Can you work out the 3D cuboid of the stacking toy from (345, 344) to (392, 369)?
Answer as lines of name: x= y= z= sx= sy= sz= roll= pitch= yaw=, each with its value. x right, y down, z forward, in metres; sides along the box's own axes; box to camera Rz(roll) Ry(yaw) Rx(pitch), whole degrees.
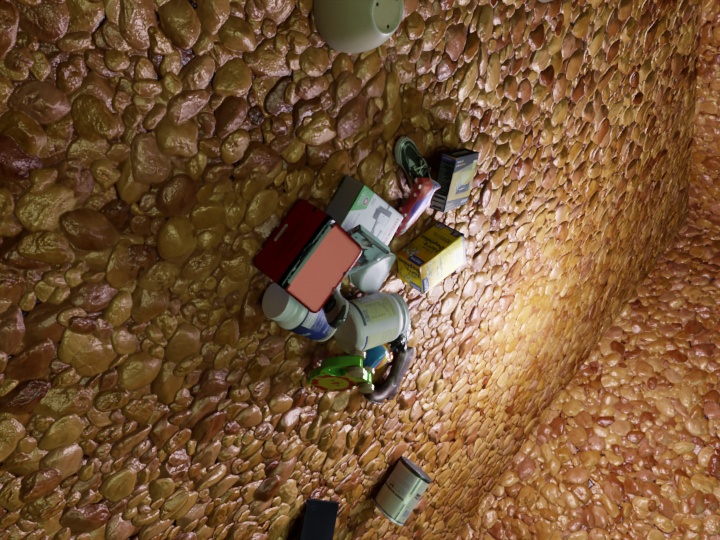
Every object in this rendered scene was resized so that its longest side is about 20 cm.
stacking toy: x=0.052 y=0.263 z=1.795 sx=0.117 sy=0.110 sz=0.199 roll=-50 pitch=152 yaw=10

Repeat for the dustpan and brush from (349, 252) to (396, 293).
dustpan and brush: x=0.000 y=0.000 z=1.619 sx=0.198 sy=0.057 sz=0.142 roll=-2 pitch=127 yaw=-52

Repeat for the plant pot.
plant pot: x=0.017 y=-0.565 z=1.234 sx=0.198 sy=0.133 sz=0.205 roll=-25 pitch=129 yaw=-34

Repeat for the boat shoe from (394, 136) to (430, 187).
boat shoe: x=0.156 y=-0.286 z=1.592 sx=0.071 sy=0.063 sz=0.201 roll=-48 pitch=138 yaw=-12

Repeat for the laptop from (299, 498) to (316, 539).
laptop: x=-0.182 y=0.893 z=1.984 sx=0.198 sy=0.118 sz=0.186 roll=-36 pitch=142 yaw=17

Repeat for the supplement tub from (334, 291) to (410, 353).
supplement tub: x=0.031 y=0.144 z=1.651 sx=0.196 sy=0.144 sz=0.149 roll=-13 pitch=122 yaw=-36

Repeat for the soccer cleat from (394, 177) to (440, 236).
soccer cleat: x=0.152 y=-0.172 z=1.613 sx=0.075 sy=0.068 sz=0.202 roll=8 pitch=130 yaw=-24

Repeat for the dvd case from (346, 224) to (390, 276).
dvd case: x=-0.040 y=-0.038 z=1.483 sx=0.197 sy=0.022 sz=0.145 roll=-29 pitch=145 yaw=22

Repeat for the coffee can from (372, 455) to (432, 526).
coffee can: x=0.159 y=0.838 z=2.195 sx=0.202 sy=0.145 sz=0.146 roll=-54 pitch=139 yaw=-5

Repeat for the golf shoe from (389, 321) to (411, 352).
golf shoe: x=0.116 y=0.159 z=1.822 sx=0.095 sy=0.076 sz=0.204 roll=-50 pitch=141 yaw=-48

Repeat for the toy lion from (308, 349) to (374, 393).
toy lion: x=-0.062 y=0.296 z=1.633 sx=0.201 sy=0.186 sz=0.070 roll=67 pitch=21 yaw=-56

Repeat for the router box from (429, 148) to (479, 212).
router box: x=0.279 y=-0.268 z=1.695 sx=0.199 sy=0.051 sz=0.161 roll=-27 pitch=133 yaw=-56

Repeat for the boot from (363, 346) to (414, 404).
boot: x=0.101 y=0.335 z=1.901 sx=0.185 sy=0.064 sz=0.204 roll=5 pitch=113 yaw=-60

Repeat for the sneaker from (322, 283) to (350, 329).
sneaker: x=-0.082 y=0.065 z=1.428 sx=0.079 sy=0.202 sz=0.074 roll=30 pitch=114 yaw=-35

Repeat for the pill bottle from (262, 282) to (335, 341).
pill bottle: x=-0.151 y=0.103 z=1.471 sx=0.199 sy=0.115 sz=0.117 roll=31 pitch=91 yaw=-49

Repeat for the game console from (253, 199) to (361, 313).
game console: x=-0.126 y=-0.035 z=1.383 sx=0.202 sy=0.171 sz=0.119 roll=-53 pitch=148 yaw=-8

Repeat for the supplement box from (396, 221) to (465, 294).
supplement box: x=0.218 y=-0.041 z=1.766 sx=0.198 sy=0.108 sz=0.111 roll=-35 pitch=135 yaw=-26

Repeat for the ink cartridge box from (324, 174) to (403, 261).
ink cartridge box: x=0.006 y=-0.132 z=1.515 sx=0.199 sy=0.082 sz=0.149 roll=29 pitch=91 yaw=-50
